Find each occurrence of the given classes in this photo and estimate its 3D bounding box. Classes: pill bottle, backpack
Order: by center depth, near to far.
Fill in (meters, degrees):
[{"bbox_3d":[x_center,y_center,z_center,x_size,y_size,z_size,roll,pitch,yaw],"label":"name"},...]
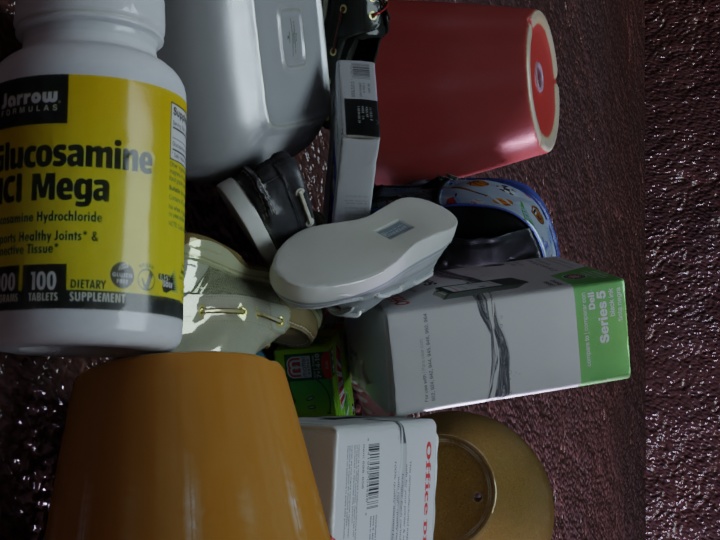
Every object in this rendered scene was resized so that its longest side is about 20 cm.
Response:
[{"bbox_3d":[-0.153,-0.056,0.740,0.112,0.111,0.203,19,69,-68],"label":"pill bottle"},{"bbox_3d":[0.100,-0.004,1.293,0.154,0.188,0.202,-56,139,-53],"label":"backpack"}]

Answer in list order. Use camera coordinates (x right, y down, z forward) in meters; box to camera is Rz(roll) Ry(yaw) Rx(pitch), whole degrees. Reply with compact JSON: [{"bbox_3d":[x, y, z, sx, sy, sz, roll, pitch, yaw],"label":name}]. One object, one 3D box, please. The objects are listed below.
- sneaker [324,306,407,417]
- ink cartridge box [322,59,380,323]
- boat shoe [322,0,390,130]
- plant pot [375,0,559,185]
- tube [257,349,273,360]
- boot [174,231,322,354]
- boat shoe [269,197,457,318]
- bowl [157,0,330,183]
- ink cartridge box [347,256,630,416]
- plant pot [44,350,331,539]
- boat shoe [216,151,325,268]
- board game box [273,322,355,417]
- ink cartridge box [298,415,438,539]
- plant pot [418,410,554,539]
[{"bbox_3d":[0.001,0.076,1.210,0.201,0.103,0.076,106,-24,-46],"label":"sneaker"},{"bbox_3d":[-0.012,-0.060,1.066,0.095,0.037,0.201,-94,-170,-45],"label":"ink cartridge box"},{"bbox_3d":[-0.001,-0.214,1.110,0.073,0.063,0.203,-13,129,-57],"label":"boat shoe"},{"bbox_3d":[0.103,-0.185,1.352,0.200,0.175,0.203,-3,90,-69],"label":"plant pot"},{"bbox_3d":[-0.084,0.142,0.998,0.078,0.050,0.202,60,26,-59],"label":"tube"},{"bbox_3d":[-0.095,0.072,0.935,0.200,0.071,0.157,31,58,-58],"label":"boot"},{"bbox_3d":[0.000,0.000,0.990,0.200,0.071,0.069,-32,143,-54],"label":"boat shoe"},{"bbox_3d":[-0.083,-0.171,1.001,0.199,0.074,0.203,-27,114,-67],"label":"bowl"},{"bbox_3d":[0.098,0.049,1.077,0.145,0.197,0.085,-150,-126,-74],"label":"ink cartridge box"},{"bbox_3d":[-0.099,0.150,0.755,0.200,0.198,0.186,33,49,-65],"label":"plant pot"},{"bbox_3d":[-0.054,-0.027,1.019,0.074,0.060,0.200,54,-6,29],"label":"boat shoe"},{"bbox_3d":[-0.031,0.153,1.100,0.102,0.047,0.203,-50,134,-79],"label":"board game box"},{"bbox_3d":[-0.016,0.178,0.942,0.200,0.083,0.146,12,80,-66],"label":"ink cartridge box"},{"bbox_3d":[0.079,0.204,1.160,0.200,0.184,0.189,62,29,-74],"label":"plant pot"}]
